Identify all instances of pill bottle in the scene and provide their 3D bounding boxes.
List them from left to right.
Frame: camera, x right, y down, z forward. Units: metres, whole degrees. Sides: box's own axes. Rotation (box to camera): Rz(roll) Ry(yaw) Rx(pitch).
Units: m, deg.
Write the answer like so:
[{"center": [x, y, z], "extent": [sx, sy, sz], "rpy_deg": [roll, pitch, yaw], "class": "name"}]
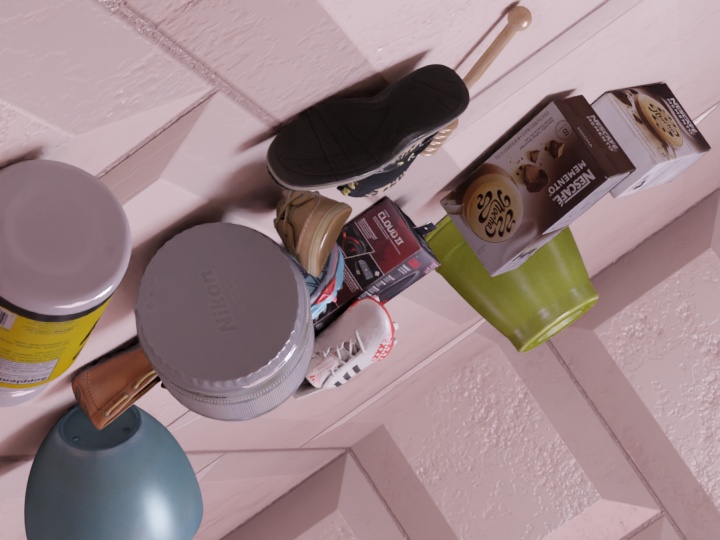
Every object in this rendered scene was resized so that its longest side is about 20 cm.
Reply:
[{"center": [-0.240, 0.016, 1.203], "extent": [0.114, 0.115, 0.200], "rpy_deg": [-27, 167, -33], "class": "pill bottle"}]

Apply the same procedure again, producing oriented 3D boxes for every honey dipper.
[{"center": [0.104, -0.181, 1.591], "extent": [0.038, 0.038, 0.200], "rpy_deg": [-24, 161, -42], "class": "honey dipper"}]

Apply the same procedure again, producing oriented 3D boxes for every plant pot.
[{"center": [-0.277, 0.220, 1.851], "extent": [0.199, 0.200, 0.135], "rpy_deg": [-27, 131, -32], "class": "plant pot"}, {"center": [0.209, -0.003, 2.230], "extent": [0.200, 0.193, 0.200], "rpy_deg": [-32, 169, -7], "class": "plant pot"}]

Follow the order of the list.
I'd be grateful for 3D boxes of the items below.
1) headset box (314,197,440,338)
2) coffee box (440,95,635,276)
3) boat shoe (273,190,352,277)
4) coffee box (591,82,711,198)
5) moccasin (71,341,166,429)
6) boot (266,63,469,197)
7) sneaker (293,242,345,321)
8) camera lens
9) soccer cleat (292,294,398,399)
[{"center": [0.000, 0.000, 1.936], "extent": [0.199, 0.075, 0.149], "rpy_deg": [-35, 168, 4], "class": "headset box"}, {"center": [0.207, -0.100, 1.985], "extent": [0.200, 0.113, 0.080], "rpy_deg": [-41, 167, 32], "class": "coffee box"}, {"center": [-0.051, -0.042, 1.551], "extent": [0.072, 0.065, 0.200], "rpy_deg": [-63, -177, 3], "class": "boat shoe"}, {"center": [0.361, -0.170, 2.177], "extent": [0.080, 0.113, 0.200], "rpy_deg": [-40, 168, 30], "class": "coffee box"}, {"center": [-0.201, 0.100, 1.765], "extent": [0.201, 0.078, 0.074], "rpy_deg": [-29, 168, -28], "class": "moccasin"}, {"center": [-0.009, -0.099, 1.504], "extent": [0.203, 0.074, 0.154], "rpy_deg": [-27, 170, -26], "class": "boot"}, {"center": [-0.090, 0.022, 1.748], "extent": [0.079, 0.096, 0.200], "rpy_deg": [6, -131, 43], "class": "sneaker"}, {"center": [-0.123, 0.049, 1.563], "extent": [0.160, 0.160, 0.200], "rpy_deg": [-33, 169, -8], "class": "camera lens"}, {"center": [-0.023, 0.092, 1.901], "extent": [0.085, 0.069, 0.200], "rpy_deg": [-31, 173, -32], "class": "soccer cleat"}]
